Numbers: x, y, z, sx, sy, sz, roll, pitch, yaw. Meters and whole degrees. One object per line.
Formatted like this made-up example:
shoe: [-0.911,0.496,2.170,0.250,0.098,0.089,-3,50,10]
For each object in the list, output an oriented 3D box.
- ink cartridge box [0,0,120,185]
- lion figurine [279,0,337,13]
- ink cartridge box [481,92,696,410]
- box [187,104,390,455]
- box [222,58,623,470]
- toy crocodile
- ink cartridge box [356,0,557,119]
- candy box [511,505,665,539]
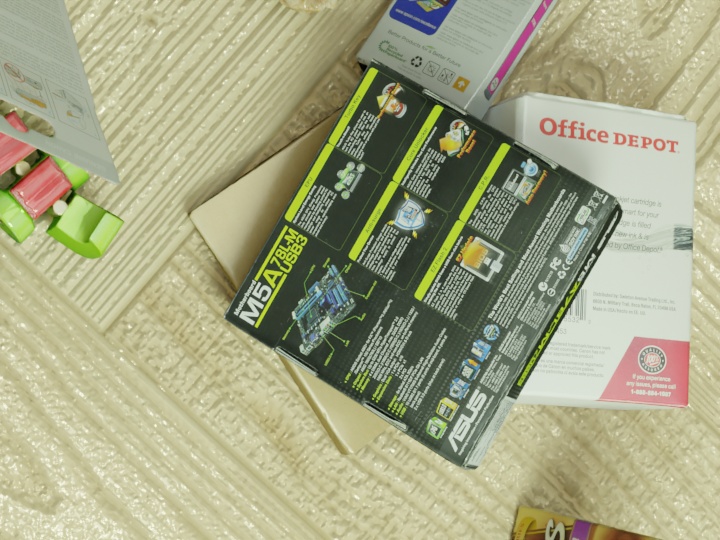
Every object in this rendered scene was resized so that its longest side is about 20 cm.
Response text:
ink cartridge box: [-0.237,-0.137,1.180,0.162,0.057,0.201,24,38,-45]
lion figurine: [-0.094,-0.255,1.314,0.198,0.072,0.124,17,97,-2]
ink cartridge box: [0.148,-0.009,1.352,0.143,0.084,0.202,6,83,-25]
box: [0.000,0.000,1.354,0.163,0.021,0.201,-35,100,-14]
box: [0.040,-0.004,1.279,0.192,0.047,0.201,30,90,18]
toy crocodile: [-0.233,-0.085,1.264,0.067,0.062,0.200,-43,100,-13]
ink cartridge box: [0.089,-0.202,1.353,0.094,0.037,0.201,28,81,26]
candy box: [0.157,0.228,1.304,0.056,0.200,0.118,15,84,-19]
